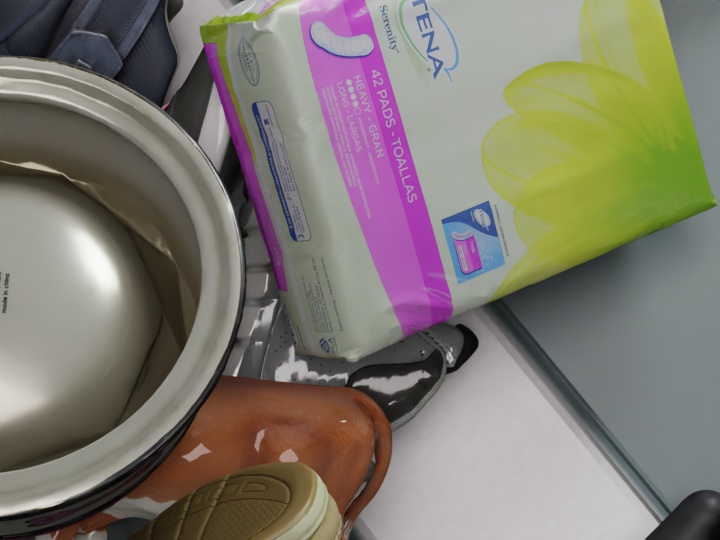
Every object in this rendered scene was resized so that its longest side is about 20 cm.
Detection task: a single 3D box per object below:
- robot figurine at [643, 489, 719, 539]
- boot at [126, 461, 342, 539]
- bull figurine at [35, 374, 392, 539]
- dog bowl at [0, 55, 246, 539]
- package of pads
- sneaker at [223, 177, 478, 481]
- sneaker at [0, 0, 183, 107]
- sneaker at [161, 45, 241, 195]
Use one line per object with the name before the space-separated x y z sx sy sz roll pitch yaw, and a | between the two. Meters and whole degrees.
robot figurine | 0.182 0.175 0.899 0.150 0.125 0.200 44 83 -14
boot | -0.048 0.175 0.845 0.200 0.072 0.155 -38 106 24
bull figurine | -0.089 0.085 0.905 0.200 0.065 0.122 7 85 6
dog bowl | -0.145 0.017 0.852 0.200 0.074 0.200 1 63 -3
package of pads | 0.043 -0.068 0.919 0.200 0.068 0.155 -22 102 -27
sneaker | 0.000 0.000 0.974 0.115 0.075 0.200 10 89 0
sneaker | -0.170 -0.089 0.992 0.202 0.146 0.077 -40 37 31
sneaker | -0.111 -0.033 0.951 0.099 0.071 0.200 24 108 4
